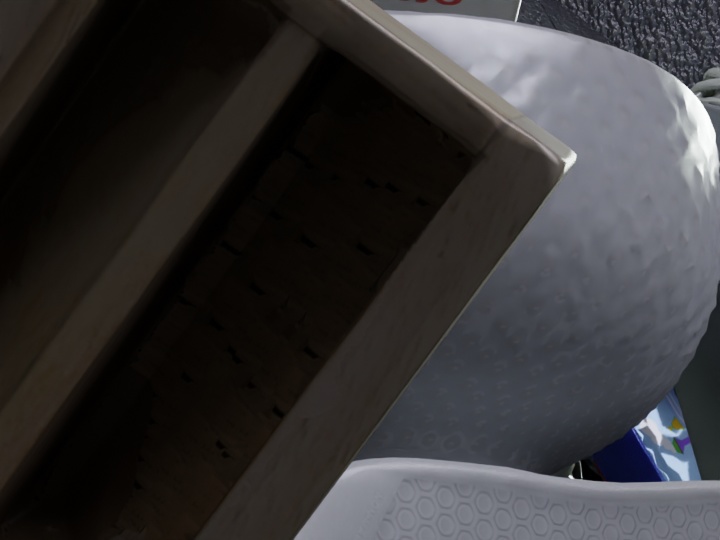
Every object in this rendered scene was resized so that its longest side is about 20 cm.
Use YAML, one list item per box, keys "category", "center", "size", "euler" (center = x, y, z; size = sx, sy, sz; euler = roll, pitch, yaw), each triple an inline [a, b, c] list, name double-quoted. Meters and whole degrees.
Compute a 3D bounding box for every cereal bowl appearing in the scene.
- category: "cereal bowl"
  center: [-0.016, 0.018, 0.589]
  size: [0.200, 0.200, 0.083]
  euler: [21, 60, -55]

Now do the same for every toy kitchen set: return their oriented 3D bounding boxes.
- category: "toy kitchen set"
  center: [-0.098, 0.014, 0.293]
  size: [0.163, 0.180, 0.200]
  euler: [37, 8, 2]

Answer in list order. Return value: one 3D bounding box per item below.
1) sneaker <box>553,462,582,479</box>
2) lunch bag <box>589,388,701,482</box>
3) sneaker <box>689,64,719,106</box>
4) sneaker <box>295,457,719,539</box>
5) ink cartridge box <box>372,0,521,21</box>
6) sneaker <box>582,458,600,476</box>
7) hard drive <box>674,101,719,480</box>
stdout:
- category: "sneaker"
  center: [0.043, 0.054, 0.714]
  size: [0.200, 0.115, 0.076]
  euler: [44, 13, 25]
- category: "lunch bag"
  center: [0.144, 0.086, 0.923]
  size: [0.151, 0.094, 0.200]
  euler: [59, 31, 6]
- category: "sneaker"
  center: [0.107, -0.036, 0.832]
  size: [0.076, 0.092, 0.200]
  euler: [30, 9, 30]
- category: "sneaker"
  center: [0.038, 0.085, 0.573]
  size: [0.200, 0.099, 0.071]
  euler: [15, 67, -34]
- category: "ink cartridge box"
  center: [0.003, -0.142, 0.815]
  size: [0.117, 0.200, 0.067]
  euler: [7, 55, -1]
- category: "sneaker"
  center: [0.088, 0.022, 1.039]
  size: [0.200, 0.088, 0.080]
  euler: [27, 14, -46]
- category: "hard drive"
  center: [0.123, 0.057, 0.708]
  size: [0.132, 0.026, 0.200]
  euler: [-147, -143, -71]
